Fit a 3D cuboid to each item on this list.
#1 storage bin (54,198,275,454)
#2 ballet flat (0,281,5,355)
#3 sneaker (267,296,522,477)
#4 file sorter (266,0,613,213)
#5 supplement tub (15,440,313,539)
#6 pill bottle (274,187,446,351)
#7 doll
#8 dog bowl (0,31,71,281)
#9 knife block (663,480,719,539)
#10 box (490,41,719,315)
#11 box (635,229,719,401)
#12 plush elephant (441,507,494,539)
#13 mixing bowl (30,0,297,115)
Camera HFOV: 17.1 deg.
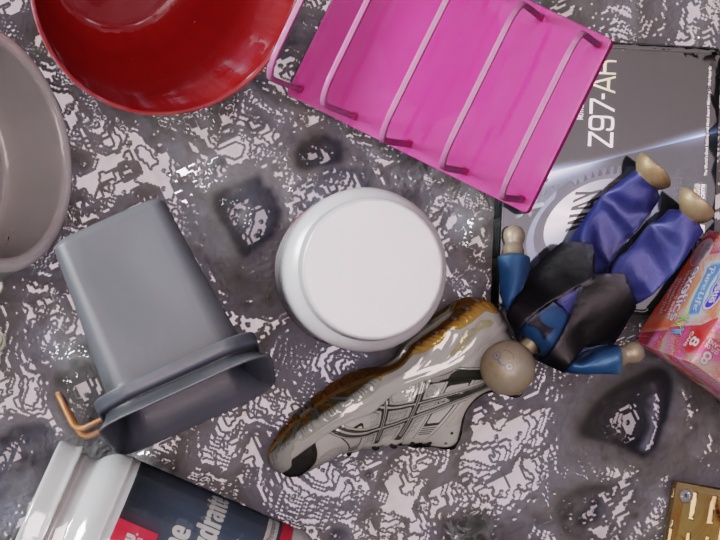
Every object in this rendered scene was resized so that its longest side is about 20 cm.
[{"bbox_3d":[-0.153,0.041,1.667,0.146,0.200,0.134,-24,80,-4],"label":"storage bin"},{"bbox_3d":[-0.289,0.030,1.711,0.073,0.073,0.200,-3,87,-5],"label":"ballet flat"},{"bbox_3d":[0.030,0.105,1.733,0.200,0.076,0.088,-32,103,2],"label":"sneaker"},{"bbox_3d":[0.053,-0.148,1.682,0.200,0.125,0.139,27,95,11],"label":"file sorter"},{"bbox_3d":[-0.144,0.215,1.683,0.200,0.140,0.140,23,88,-4],"label":"supplement tub"},{"bbox_3d":[0.000,0.000,1.667,0.113,0.200,0.113,0,89,-4],"label":"pill bottle"},{"bbox_3d":[0.157,0.010,1.706,0.136,0.048,0.200,40,83,13],"label":"doll"},{"bbox_3d":[-0.276,-0.081,1.649,0.059,0.200,0.200,-12,90,32],"label":"dog bowl"},{"bbox_3d":[0.348,0.208,1.771,0.200,0.176,0.064,8,87,40],"label":"knife block"},{"bbox_3d":[0.180,-0.068,1.761,0.160,0.044,0.200,3,89,-5],"label":"box"},{"bbox_3d":[0.313,0.070,1.721,0.200,0.095,0.103,36,87,-20],"label":"box"},{"bbox_3d":[0.092,0.283,1.703,0.165,0.200,0.155,-4,113,-3],"label":"plush elephant"},{"bbox_3d":[-0.154,-0.217,1.689,0.200,0.108,0.200,-7,106,-24],"label":"mixing bowl"}]
